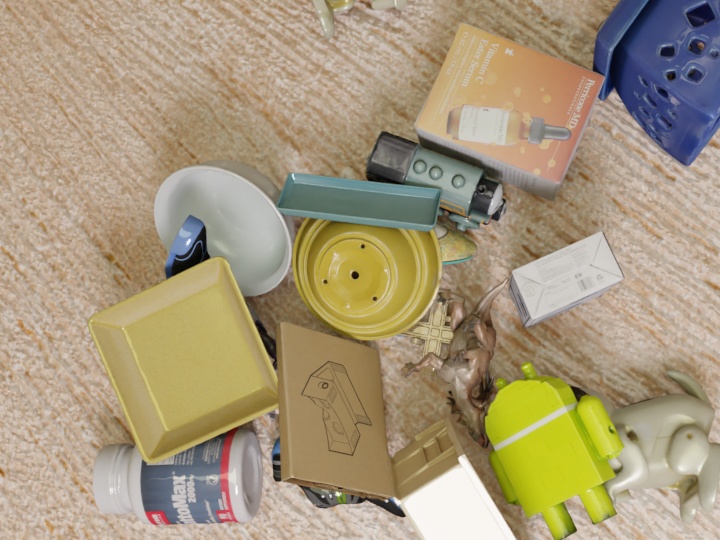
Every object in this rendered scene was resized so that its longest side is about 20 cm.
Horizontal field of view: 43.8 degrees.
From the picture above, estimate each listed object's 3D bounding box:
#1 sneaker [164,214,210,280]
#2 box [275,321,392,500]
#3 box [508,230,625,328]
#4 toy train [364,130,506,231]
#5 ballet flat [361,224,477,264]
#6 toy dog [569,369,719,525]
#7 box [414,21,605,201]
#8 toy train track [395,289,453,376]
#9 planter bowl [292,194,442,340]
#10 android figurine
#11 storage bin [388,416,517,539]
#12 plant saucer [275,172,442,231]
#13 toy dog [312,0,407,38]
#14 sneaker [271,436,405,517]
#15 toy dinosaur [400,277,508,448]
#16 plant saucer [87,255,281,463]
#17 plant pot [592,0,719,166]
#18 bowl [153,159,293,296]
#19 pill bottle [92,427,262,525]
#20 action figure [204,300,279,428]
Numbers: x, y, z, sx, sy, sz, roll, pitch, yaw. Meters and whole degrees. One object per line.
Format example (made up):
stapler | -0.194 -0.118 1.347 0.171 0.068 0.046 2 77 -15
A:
sneaker | -0.215 0.014 1.177 0.077 0.201 0.070 21 44 -1
box | -0.033 0.173 1.105 0.021 0.163 0.201 -32 50 38
box | 0.242 0.017 1.085 0.116 0.200 0.060 -25 80 6
toy train | 0.096 -0.116 1.165 0.199 0.114 0.086 23 87 10
ballet flat | 0.053 -0.041 1.182 0.198 0.071 0.071 -3 83 11
toy dog | 0.322 0.202 1.084 0.198 0.140 0.195 10 76 10
box | 0.192 -0.205 1.167 0.199 0.106 0.153 23 87 11
toy train track | 0.057 0.075 1.189 0.198 0.033 0.116 9 84 10
planter bowl | 0.000 0.000 1.127 0.199 0.083 0.202 2 101 11
android figurine | 0.220 0.209 1.055 0.182 0.041 0.201 -43 63 39
storage bin | 0.124 0.297 1.050 0.093 0.199 0.201 -32 93 2
plant saucer | -0.001 -0.083 1.106 0.198 0.019 0.070 8 47 9
toy dog | 0.020 -0.431 1.213 0.199 0.140 0.195 -16 45 8
sneaker | -0.023 0.274 1.166 0.198 0.071 0.083 18 109 7
toy dinosaur | 0.141 0.107 1.131 0.086 0.135 0.201 13 75 46
plant saucer | -0.213 0.111 1.118 0.199 0.048 0.201 -24 86 6
plant pot | 0.401 -0.277 1.104 0.179 0.200 0.200 37 90 17
bowl | -0.166 -0.071 1.190 0.200 0.091 0.202 12 129 16
pill bottle | -0.236 0.269 1.163 0.198 0.120 0.121 -4 82 8
action figure | -0.110 0.124 1.183 0.200 0.069 0.130 43 91 -5
